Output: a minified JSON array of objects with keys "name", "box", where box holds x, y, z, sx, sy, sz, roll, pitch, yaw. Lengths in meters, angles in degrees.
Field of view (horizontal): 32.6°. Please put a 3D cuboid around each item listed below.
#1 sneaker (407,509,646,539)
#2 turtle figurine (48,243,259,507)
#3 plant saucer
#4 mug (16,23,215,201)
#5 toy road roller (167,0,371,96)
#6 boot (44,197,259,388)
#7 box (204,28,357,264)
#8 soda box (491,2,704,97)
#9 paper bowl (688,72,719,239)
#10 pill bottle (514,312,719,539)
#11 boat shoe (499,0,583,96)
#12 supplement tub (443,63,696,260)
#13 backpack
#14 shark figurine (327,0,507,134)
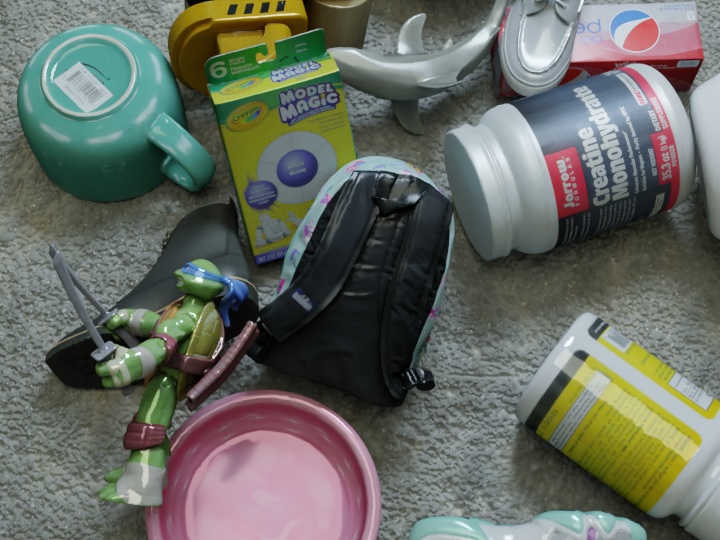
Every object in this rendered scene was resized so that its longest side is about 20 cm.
[{"name":"sneaker","box":[0.141,0.274,1.018,0.199,0.078,0.140,-5,69,8]},{"name":"turtle figurine","box":[-0.193,0.079,0.983,0.200,0.144,0.195,8,92,-39]},{"name":"plant saucer","box":[-0.082,0.205,1.054,0.200,0.051,0.201,0,68,-1]},{"name":"mug","box":[-0.230,-0.156,1.164,0.184,0.114,0.153,-1,68,0]},{"name":"toy road roller","box":[-0.081,-0.213,1.160,0.199,0.123,0.146,-6,56,-13]},{"name":"boot","box":[-0.190,0.020,1.130,0.199,0.078,0.139,-18,46,6]},{"name":"box","box":[-0.064,-0.110,1.106,0.117,0.200,0.048,-17,34,-7]},{"name":"soda box","box":[0.232,-0.219,1.219,0.199,0.063,0.070,-2,68,-2]},{"name":"paper bowl","box":[0.355,-0.102,1.100,0.104,0.201,0.201,-9,67,14]},{"name":"pill bottle","box":[0.242,0.136,1.048,0.200,0.114,0.114,36,72,14]},{"name":"boat shoe","box":[0.184,-0.260,1.164,0.072,0.069,0.200,21,68,9]},{"name":"supplement tub","box":[0.190,-0.098,1.128,0.199,0.140,0.141,-18,69,-8]},{"name":"backpack","box":[0.000,0.000,1.069,0.166,0.127,0.201,18,99,-15]},{"name":"shark figurine","box":[0.088,-0.205,1.163,0.214,0.090,0.128,-33,114,-5]}]
